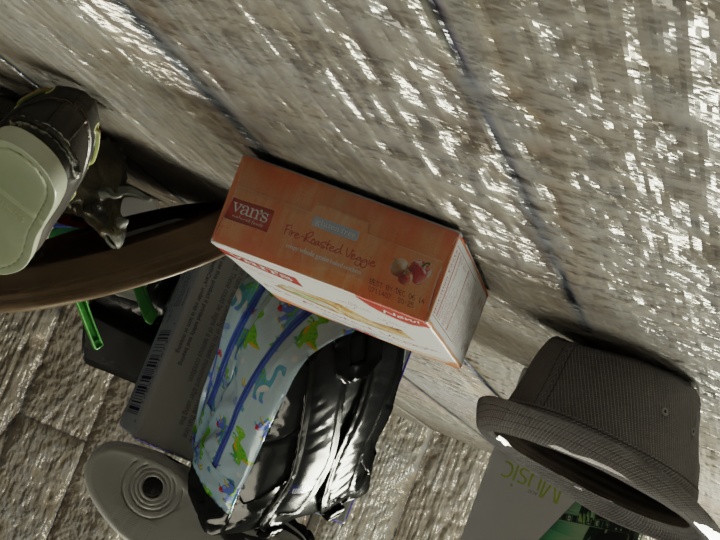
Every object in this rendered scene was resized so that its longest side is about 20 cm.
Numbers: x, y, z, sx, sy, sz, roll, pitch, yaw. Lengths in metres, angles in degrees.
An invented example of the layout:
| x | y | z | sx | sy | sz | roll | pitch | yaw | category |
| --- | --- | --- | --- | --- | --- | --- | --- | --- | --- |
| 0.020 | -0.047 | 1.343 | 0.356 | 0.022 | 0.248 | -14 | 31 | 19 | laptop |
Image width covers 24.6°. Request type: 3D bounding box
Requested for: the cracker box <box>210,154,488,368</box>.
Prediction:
| x | y | z | sx | sy | sz | roll | pitch | yaw | category |
| --- | --- | --- | --- | --- | --- | --- | --- | --- | --- |
| 0.000 | 0.000 | 0.994 | 0.133 | 0.058 | 0.200 | 21 | 172 | 13 | cracker box |

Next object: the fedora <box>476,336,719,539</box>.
| x | y | z | sx | sy | sz | roll | pitch | yaw | category |
| --- | --- | --- | --- | --- | --- | --- | --- | --- | --- |
| 0.174 | 0.108 | 1.124 | 0.199 | 0.091 | 0.176 | 35 | 166 | -33 | fedora |

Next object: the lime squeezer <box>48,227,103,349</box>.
| x | y | z | sx | sy | sz | roll | pitch | yaw | category |
| --- | --- | --- | --- | --- | --- | --- | --- | --- | --- |
| -0.228 | -0.003 | 1.369 | 0.070 | 0.038 | 0.200 | 33 | 150 | 4 | lime squeezer |

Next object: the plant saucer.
| x | y | z | sx | sy | sz | roll | pitch | yaw | category |
| --- | --- | --- | --- | --- | --- | --- | --- | --- | --- |
| -0.175 | -0.013 | 1.171 | 0.197 | 0.030 | 0.200 | -13 | -170 | 2 | plant saucer |

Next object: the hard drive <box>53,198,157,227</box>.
| x | y | z | sx | sy | sz | roll | pitch | yaw | category |
| --- | --- | --- | --- | --- | --- | --- | --- | --- | --- |
| -0.278 | -0.064 | 1.369 | 0.131 | 0.026 | 0.199 | -1 | -169 | -42 | hard drive |

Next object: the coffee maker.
| x | y | z | sx | sy | sz | roll | pitch | yaw | category |
| --- | --- | --- | --- | --- | --- | --- | --- | --- | --- |
| -0.173 | 0.082 | 1.641 | 0.198 | 0.194 | 0.134 | 21 | -170 | 21 | coffee maker |

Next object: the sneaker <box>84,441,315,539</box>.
| x | y | z | sx | sy | sz | roll | pitch | yaw | category |
| --- | --- | --- | --- | --- | --- | --- | --- | --- | --- |
| -0.130 | 0.199 | 1.350 | 0.199 | 0.074 | 0.112 | 30 | -176 | -1 | sneaker |

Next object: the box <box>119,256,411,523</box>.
| x | y | z | sx | sy | sz | roll | pitch | yaw | category |
| --- | --- | --- | --- | --- | --- | --- | --- | --- | --- |
| -0.078 | 0.090 | 1.410 | 0.198 | 0.186 | 0.105 | 24 | 172 | -13 | box |

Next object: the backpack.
| x | y | z | sx | sy | sz | roll | pitch | yaw | category |
| --- | --- | --- | --- | --- | --- | --- | --- | --- | --- |
| -0.045 | 0.089 | 1.259 | 0.162 | 0.155 | 0.201 | -11 | 150 | -32 | backpack |

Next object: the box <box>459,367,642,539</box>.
| x | y | z | sx | sy | sz | roll | pitch | yaw | category |
| --- | --- | --- | --- | --- | --- | --- | --- | --- | --- |
| 0.169 | 0.200 | 1.392 | 0.143 | 0.202 | 0.036 | 18 | 176 | 24 | box |

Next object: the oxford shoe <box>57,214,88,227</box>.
| x | y | z | sx | sy | sz | roll | pitch | yaw | category |
| --- | --- | --- | --- | --- | --- | --- | --- | --- | --- |
| -0.275 | -0.084 | 1.197 | 0.072 | 0.072 | 0.199 | 22 | 176 | 45 | oxford shoe |

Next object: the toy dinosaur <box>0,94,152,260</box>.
| x | y | z | sx | sy | sz | roll | pitch | yaw | category |
| --- | --- | --- | --- | --- | --- | --- | --- | --- | --- |
| -0.230 | -0.077 | 1.107 | 0.199 | 0.103 | 0.077 | 34 | -145 | 2 | toy dinosaur |

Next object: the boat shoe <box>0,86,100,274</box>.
| x | y | z | sx | sy | sz | roll | pitch | yaw | category |
| --- | --- | --- | --- | --- | --- | --- | --- | --- | --- |
| -0.209 | -0.053 | 1.018 | 0.072 | 0.061 | 0.201 | 42 | 151 | -11 | boat shoe |

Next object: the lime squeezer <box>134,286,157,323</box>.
| x | y | z | sx | sy | sz | roll | pitch | yaw | category |
| --- | --- | --- | --- | --- | --- | --- | --- | --- | --- |
| -0.233 | -0.025 | 1.453 | 0.199 | 0.071 | 0.038 | 27 | -172 | 31 | lime squeezer |
